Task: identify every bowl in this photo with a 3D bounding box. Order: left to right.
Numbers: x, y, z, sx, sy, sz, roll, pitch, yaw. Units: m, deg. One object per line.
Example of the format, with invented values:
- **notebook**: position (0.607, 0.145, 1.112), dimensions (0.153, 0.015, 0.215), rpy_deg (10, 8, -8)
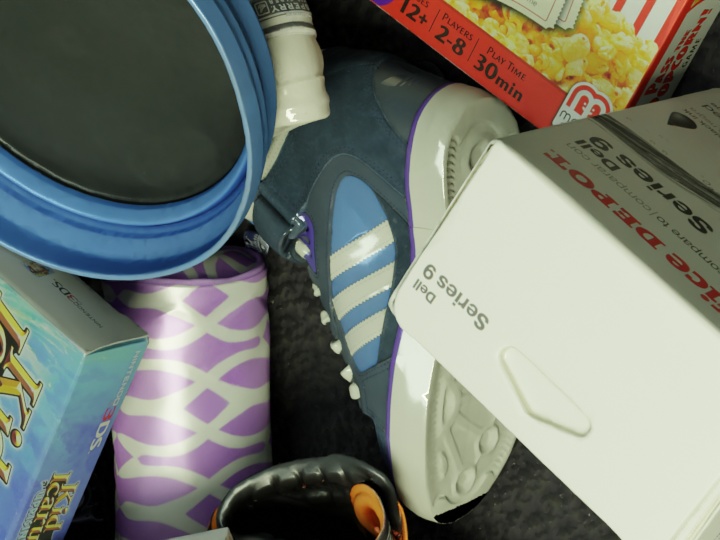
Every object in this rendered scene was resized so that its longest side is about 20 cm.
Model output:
- **bowl**: position (-0.123, -0.086, 0.943), dimensions (0.199, 0.039, 0.201), rpy_deg (18, 136, 18)

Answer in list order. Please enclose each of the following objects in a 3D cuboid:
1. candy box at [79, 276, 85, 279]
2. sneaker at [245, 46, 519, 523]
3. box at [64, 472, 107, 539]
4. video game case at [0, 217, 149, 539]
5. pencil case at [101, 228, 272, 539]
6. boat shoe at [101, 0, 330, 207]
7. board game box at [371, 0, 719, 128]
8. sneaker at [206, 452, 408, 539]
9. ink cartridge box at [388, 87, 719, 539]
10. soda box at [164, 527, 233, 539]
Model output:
- **candy box**: position (-0.227, -0.066, 1.156), dimensions (0.056, 0.116, 0.201), rpy_deg (-32, 82, 34)
- **sneaker**: position (0.000, 0.000, 1.051), dimensions (0.146, 0.080, 0.201), rpy_deg (17, 114, 41)
- **box**: position (-0.153, 0.221, 1.121), dimensions (0.201, 0.043, 0.161), rpy_deg (-105, 28, -44)
- **video game case**: position (-0.202, 0.060, 1.062), dimensions (0.181, 0.045, 0.201), rpy_deg (38, 119, 24)
- **pencil case**: position (-0.084, 0.083, 1.112), dimensions (0.085, 0.083, 0.201), rpy_deg (16, 110, 54)
- **boat shoe**: position (-0.082, -0.057, 1.021), dimensions (0.199, 0.072, 0.066), rpy_deg (-25, 81, 43)
- **board game box**: position (0.095, -0.168, 0.963), dimensions (0.151, 0.046, 0.201), rpy_deg (38, 117, 22)
- **sneaker**: position (0.022, 0.147, 1.013), dimensions (0.199, 0.078, 0.112), rpy_deg (19, 148, 7)
- **ink cartridge box**: position (0.127, 0.014, 0.886), dimensions (0.146, 0.200, 0.084), rpy_deg (42, 118, 19)
- **soda box**: position (-0.144, 0.170, 0.998), dimensions (0.199, 0.068, 0.064), rpy_deg (-13, 113, 8)
